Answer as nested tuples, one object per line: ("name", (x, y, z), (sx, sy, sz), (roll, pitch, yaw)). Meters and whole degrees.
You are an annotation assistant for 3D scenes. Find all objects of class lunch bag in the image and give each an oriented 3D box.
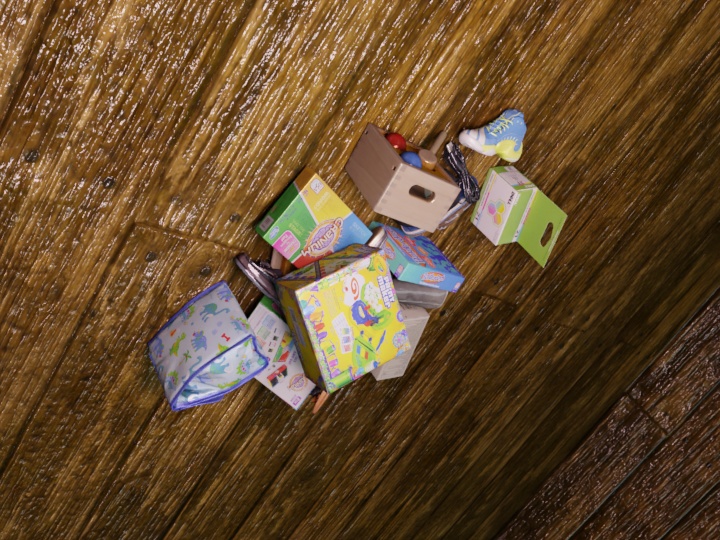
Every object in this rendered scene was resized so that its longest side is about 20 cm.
("lunch bag", (-0.297, 0.152, 1.276), (0.197, 0.171, 0.129), (-31, 138, -11))

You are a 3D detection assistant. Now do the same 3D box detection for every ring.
("ring", (-0.048, 0.213, 1.421), (0.203, 0.019, 0.201), (-57, 174, -9))

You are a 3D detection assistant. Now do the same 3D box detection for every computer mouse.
("computer mouse", (0.150, -0.162, 1.396), (0.197, 0.053, 0.141), (-30, 104, -1))

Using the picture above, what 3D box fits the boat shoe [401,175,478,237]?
("boat shoe", (0.179, -0.127, 1.475), (0.197, 0.073, 0.073), (-31, 148, -5))

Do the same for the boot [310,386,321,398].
("boot", (-0.118, 0.173, 1.446), (0.076, 0.140, 0.202), (-24, 147, -13))

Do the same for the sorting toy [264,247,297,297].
("sorting toy", (-0.105, -0.006, 1.388), (0.181, 0.037, 0.204), (-12, 133, -30))

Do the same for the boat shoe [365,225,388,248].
("boat shoe", (0.000, 0.000, 1.392), (0.064, 0.072, 0.202), (34, 103, -13))

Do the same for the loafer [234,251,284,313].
("loafer", (-0.165, 0.026, 1.320), (0.063, 0.072, 0.200), (-44, 119, -3))

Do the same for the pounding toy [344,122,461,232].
("pounding toy", (0.098, -0.194, 1.278), (0.196, 0.186, 0.144), (15, 119, -36))

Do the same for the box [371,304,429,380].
("box", (0.088, 0.171, 1.677), (0.093, 0.078, 0.204), (-3, 129, -36))

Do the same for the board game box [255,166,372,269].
("board game box", (-0.085, -0.075, 1.283), (0.154, 0.040, 0.200), (-50, 133, -2))

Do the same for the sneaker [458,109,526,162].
("sneaker", (0.284, -0.297, 1.410), (0.197, 0.075, 0.108), (1, 115, -48))

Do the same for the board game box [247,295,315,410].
("board game box", (-0.166, 0.173, 1.396), (0.198, 0.040, 0.154), (38, 111, -6))

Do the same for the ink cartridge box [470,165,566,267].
("ink cartridge box", (0.355, -0.121, 1.518), (0.074, 0.201, 0.151), (-9, 133, -30))

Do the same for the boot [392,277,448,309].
("boot", (0.103, 0.038, 1.481), (0.194, 0.075, 0.182), (14, 164, -12))

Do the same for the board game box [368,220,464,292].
("board game box", (0.118, -0.028, 1.454), (0.197, 0.153, 0.046), (12, 121, -45))

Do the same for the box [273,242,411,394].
("box", (-0.032, 0.083, 1.253), (0.189, 0.121, 0.205), (-24, 107, -22))
